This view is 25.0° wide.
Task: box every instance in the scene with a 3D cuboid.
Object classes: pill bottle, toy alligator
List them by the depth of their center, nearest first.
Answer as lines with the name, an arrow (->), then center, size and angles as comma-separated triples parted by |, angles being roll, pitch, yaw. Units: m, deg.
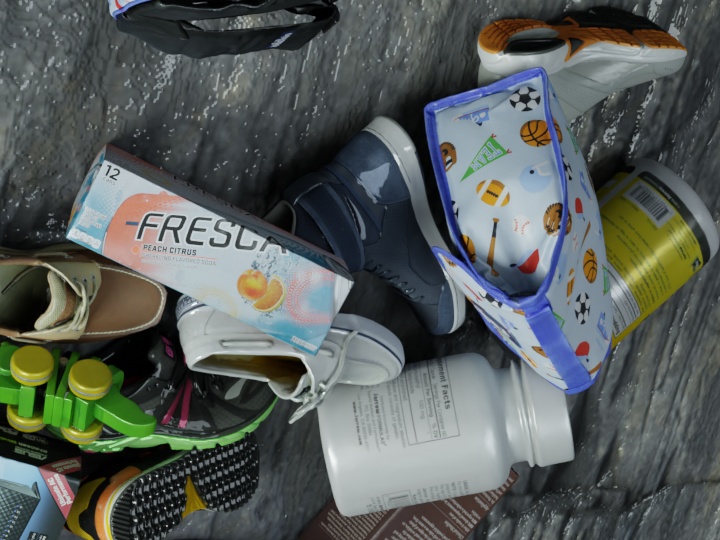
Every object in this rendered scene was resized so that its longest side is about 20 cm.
toy alligator -> -0.238, 0.074, 1.146 | 0.198, 0.054, 0.060 | 14, 130, -3
pill bottle -> 0.070, 0.129, 1.335 | 0.198, 0.115, 0.115 | -11, 125, 3
pill bottle -> 0.207, 0.004, 1.416 | 0.200, 0.112, 0.113 | -40, 131, -10

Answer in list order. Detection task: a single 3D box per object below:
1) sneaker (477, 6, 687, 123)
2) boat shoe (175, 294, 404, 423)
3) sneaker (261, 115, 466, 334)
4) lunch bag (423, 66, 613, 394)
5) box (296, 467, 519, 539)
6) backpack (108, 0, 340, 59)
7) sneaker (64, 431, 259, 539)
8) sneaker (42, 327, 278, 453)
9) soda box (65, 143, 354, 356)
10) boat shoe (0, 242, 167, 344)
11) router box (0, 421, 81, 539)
sneaker -> 0.177, -0.159, 1.339 | 0.198, 0.076, 0.093 | -7, 126, -24
boat shoe -> -0.047, 0.076, 1.237 | 0.201, 0.087, 0.074 | 18, 140, -35
sneaker -> -0.001, -0.001, 1.279 | 0.146, 0.077, 0.203 | -39, 125, -22
lunch bag -> 0.128, -0.021, 1.260 | 0.123, 0.201, 0.170 | -19, 148, 13
box -> 0.037, 0.219, 1.440 | 0.200, 0.075, 0.100 | -48, 133, -6
backpack -> -0.076, -0.221, 1.040 | 0.189, 0.200, 0.155 | -21, 93, -23
sneaker -> -0.160, 0.162, 1.274 | 0.200, 0.089, 0.071 | -19, 110, -58
sneaker -> -0.143, 0.087, 1.233 | 0.199, 0.077, 0.084 | -6, 122, -35
soda box -> -0.107, -0.016, 1.152 | 0.199, 0.068, 0.064 | 26, 100, -13
boat shoe -> -0.223, 0.021, 1.133 | 0.199, 0.074, 0.076 | 5, 101, -38
router box -> -0.301, 0.200, 1.157 | 0.149, 0.062, 0.201 | 19, 103, -16
